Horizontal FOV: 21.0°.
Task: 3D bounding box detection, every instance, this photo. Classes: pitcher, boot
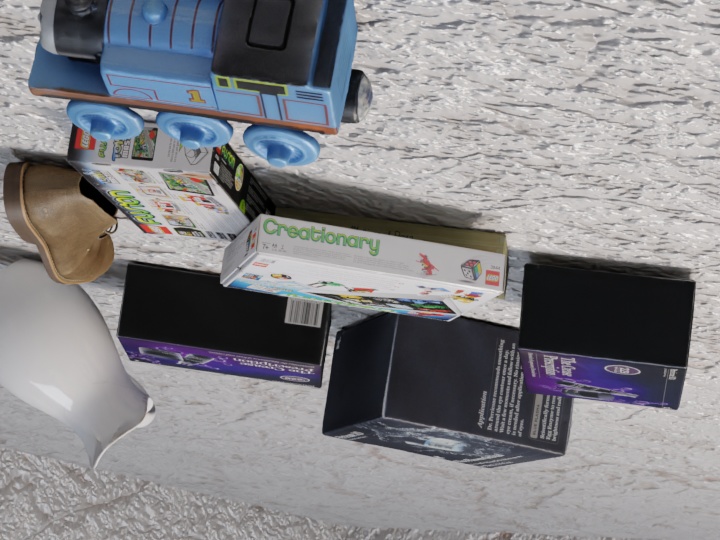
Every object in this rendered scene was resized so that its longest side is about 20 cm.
[{"bbox_3d":[-0.286,0.087,1.913,0.200,0.121,0.172,48,-173,3],"label":"pitcher"},{"bbox_3d":[-0.225,-0.036,1.588,0.075,0.074,0.200,-4,163,8],"label":"boot"}]

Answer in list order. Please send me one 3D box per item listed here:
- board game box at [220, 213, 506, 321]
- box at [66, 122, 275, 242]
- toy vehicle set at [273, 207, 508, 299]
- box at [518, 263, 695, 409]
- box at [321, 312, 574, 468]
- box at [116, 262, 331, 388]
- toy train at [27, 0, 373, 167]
[{"bbox_3d":[0.000,0.000,1.520,0.199,0.035,0.126,9,167,-15],"label":"board game box"},{"bbox_3d":[-0.138,-0.065,1.464,0.109,0.035,0.200,6,167,11],"label":"box"},{"bbox_3d":[0.023,-0.013,1.605,0.199,0.027,0.124,7,167,6],"label":"toy vehicle set"},{"bbox_3d":[0.211,0.059,1.662,0.140,0.079,0.200,4,167,9],"label":"box"},{"bbox_3d":[0.088,0.122,1.958,0.199,0.118,0.197,13,167,-16],"label":"box"},{"bbox_3d":[-0.130,0.056,1.903,0.199,0.079,0.141,8,170,1],"label":"box"},{"bbox_3d":[-0.092,-0.121,1.091,0.199,0.087,0.114,9,159,7],"label":"toy train"}]
